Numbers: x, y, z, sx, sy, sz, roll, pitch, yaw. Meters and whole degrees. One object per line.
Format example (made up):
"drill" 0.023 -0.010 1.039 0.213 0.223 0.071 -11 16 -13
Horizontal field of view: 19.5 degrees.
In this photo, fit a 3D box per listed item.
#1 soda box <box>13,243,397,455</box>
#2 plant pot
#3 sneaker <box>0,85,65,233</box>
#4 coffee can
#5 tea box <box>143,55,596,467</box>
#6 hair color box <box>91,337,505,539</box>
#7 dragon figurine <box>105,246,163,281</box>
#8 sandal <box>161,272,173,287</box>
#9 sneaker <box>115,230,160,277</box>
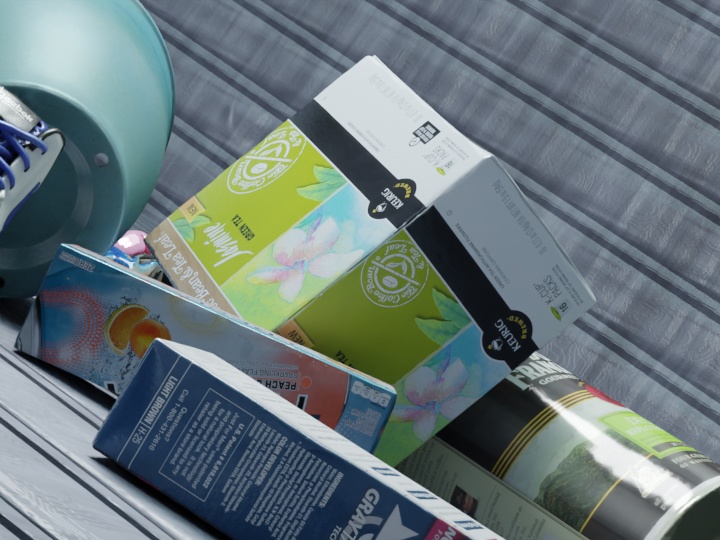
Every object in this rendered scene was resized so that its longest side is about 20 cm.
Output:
"soda box" -0.081 0.053 1.138 0.200 0.064 0.068 24 0 0
"plant pot" -0.209 -0.079 1.282 0.200 0.200 0.188 31 14 -18
"sneaker" -0.215 -0.046 1.101 0.081 0.115 0.199 30 0 -6
"coffee can" 0.128 0.146 1.308 0.200 0.146 0.146 32 1 35
"tea box" 0.000 0.000 1.298 0.134 0.197 0.200 51 -2 -31
"hair color box" -0.015 0.109 0.954 0.200 0.061 0.100 31 0 12
"dragon figurine" -0.206 -0.009 1.523 0.099 0.059 0.200 31 0 -19
"sandal" -0.057 -0.004 1.538 0.200 0.048 0.075 0 11 -32
"sneaker" -0.130 0.036 1.684 0.095 0.079 0.200 40 12 35
